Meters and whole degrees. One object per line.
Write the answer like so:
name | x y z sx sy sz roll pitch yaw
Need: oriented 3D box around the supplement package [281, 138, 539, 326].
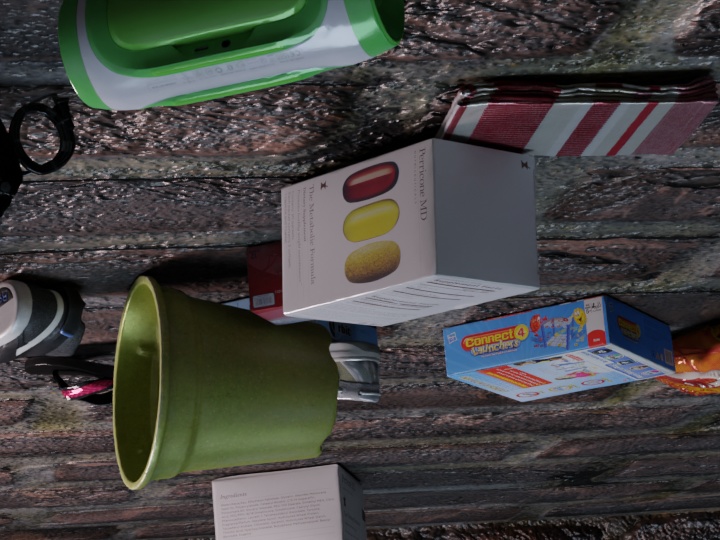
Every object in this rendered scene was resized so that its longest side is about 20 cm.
supplement package | 0.037 -0.028 1.601 0.109 0.114 0.200 7 166 -37

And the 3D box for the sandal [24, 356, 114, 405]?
sandal | -0.277 0.124 2.141 0.199 0.045 0.075 8 173 19

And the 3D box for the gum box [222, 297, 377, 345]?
gum box | -0.108 0.072 2.071 0.199 0.045 0.170 -12 163 26

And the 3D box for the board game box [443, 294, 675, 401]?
board game box | 0.223 0.090 2.210 0.195 0.056 0.200 -12 163 26

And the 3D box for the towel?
towel | 0.162 -0.116 1.528 0.199 0.023 0.144 -1 166 -7

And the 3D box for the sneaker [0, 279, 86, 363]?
sneaker | -0.340 0.069 1.934 0.112 0.073 0.200 11 157 -40

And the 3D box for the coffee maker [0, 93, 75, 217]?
coffee maker | -0.322 -0.042 1.436 0.191 0.135 0.200 1 164 -23

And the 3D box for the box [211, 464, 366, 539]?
box | -0.104 0.382 3.015 0.199 0.131 0.199 -8 164 9

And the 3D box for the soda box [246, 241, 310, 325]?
soda box | 0.000 0.000 1.812 0.199 0.064 0.070 -9 164 18

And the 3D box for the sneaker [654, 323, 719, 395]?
sneaker | 0.393 0.101 2.284 0.073 0.077 0.200 30 163 -34

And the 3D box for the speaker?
speaker | -0.078 -0.152 1.203 0.199 0.089 0.088 -10 164 18

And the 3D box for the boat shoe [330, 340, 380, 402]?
boat shoe | -0.069 0.120 2.049 0.201 0.065 0.074 -13 162 26

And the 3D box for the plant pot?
plant pot | -0.125 0.111 1.895 0.184 0.201 0.200 4 162 -19
